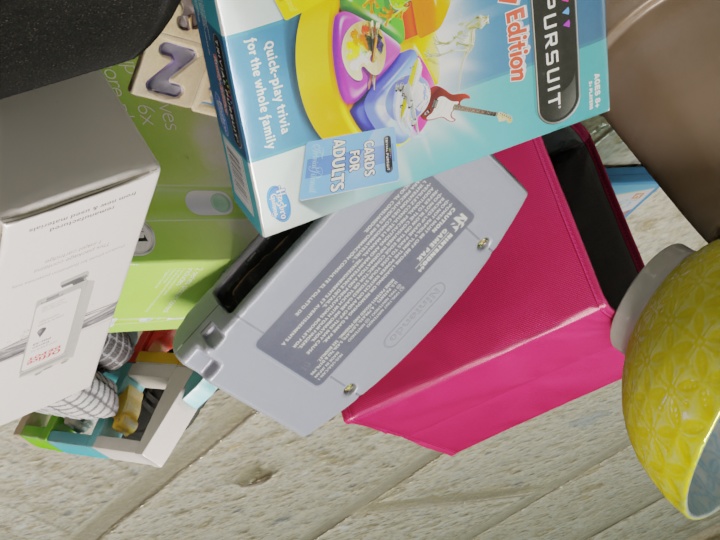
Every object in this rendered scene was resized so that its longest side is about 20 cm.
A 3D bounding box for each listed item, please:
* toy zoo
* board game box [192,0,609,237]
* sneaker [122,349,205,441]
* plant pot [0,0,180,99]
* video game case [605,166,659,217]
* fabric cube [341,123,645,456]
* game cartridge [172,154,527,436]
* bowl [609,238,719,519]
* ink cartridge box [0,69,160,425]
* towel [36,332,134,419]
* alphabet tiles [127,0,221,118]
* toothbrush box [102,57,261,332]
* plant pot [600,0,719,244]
[{"bbox_3d":[-0.156,0.069,0.996,0.199,0.132,0.020,-2,146,47],"label":"toy zoo"},{"bbox_3d":[0.023,-0.121,0.690,0.198,0.047,0.152,-21,126,-15],"label":"board game box"},{"bbox_3d":[-0.153,0.081,1.218,0.199,0.074,0.082,-35,137,20],"label":"sneaker"},{"bbox_3d":[-0.169,-0.151,0.521,0.198,0.201,0.178,-17,168,-5],"label":"plant pot"},{"bbox_3d":[0.158,-0.030,1.259,0.142,0.018,0.200,-4,153,-31],"label":"video game case"},{"bbox_3d":[0.085,-0.003,1.034,0.198,0.198,0.200,-25,158,19],"label":"fabric cube"},{"bbox_3d":[0.000,0.000,0.815,0.200,0.042,0.133,-47,142,5],"label":"game cartridge"},{"bbox_3d":[0.222,0.045,0.897,0.200,0.107,0.201,-37,147,-29],"label":"bowl"},{"bbox_3d":[-0.183,-0.033,0.698,0.082,0.147,0.200,-22,157,-32],"label":"ink cartridge box"},{"bbox_3d":[-0.264,0.035,0.914,0.198,0.086,0.166,8,169,12],"label":"towel"},{"bbox_3d":[-0.032,-0.163,0.670,0.165,0.006,0.201,11,113,-32],"label":"alphabet tiles"},{"bbox_3d":[-0.096,-0.048,0.851,0.199,0.147,0.086,0,151,-36],"label":"toothbrush box"},{"bbox_3d":[0.252,-0.113,0.945,0.198,0.175,0.200,-15,157,-6],"label":"plant pot"}]
